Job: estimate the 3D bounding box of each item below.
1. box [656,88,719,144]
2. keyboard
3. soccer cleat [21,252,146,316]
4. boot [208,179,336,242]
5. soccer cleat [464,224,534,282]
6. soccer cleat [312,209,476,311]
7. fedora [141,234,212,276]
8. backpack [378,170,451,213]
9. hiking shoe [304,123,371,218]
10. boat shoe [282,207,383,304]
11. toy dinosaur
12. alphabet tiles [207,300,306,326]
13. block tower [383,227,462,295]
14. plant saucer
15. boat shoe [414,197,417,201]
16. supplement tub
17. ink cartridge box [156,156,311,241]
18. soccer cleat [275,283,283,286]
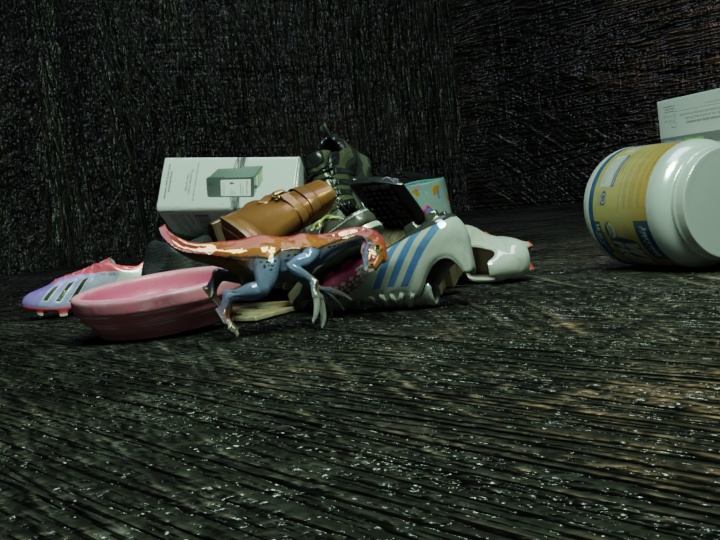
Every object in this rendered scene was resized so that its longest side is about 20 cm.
[{"bbox_3d":[0.435,-0.120,1.398,0.041,0.204,0.156,-9,5,-15],"label":"box"},{"bbox_3d":[0.042,-0.044,1.357,0.126,0.021,0.201,5,-34,40],"label":"keyboard"},{"bbox_3d":[-0.389,0.020,1.618,0.197,0.078,0.067,-7,4,-9],"label":"soccer cleat"},{"bbox_3d":[-0.095,-0.057,1.372,0.153,0.078,0.200,-23,9,-14],"label":"boot"},{"bbox_3d":[0.142,-0.019,1.438,0.077,0.071,0.199,-12,9,-27],"label":"soccer cleat"},{"bbox_3d":[0.035,0.012,1.211,0.199,0.087,0.070,-31,-13,25],"label":"soccer cleat"},{"bbox_3d":[-0.245,0.001,1.532,0.197,0.093,0.201,-7,4,0],"label":"fedora"},{"bbox_3d":[0.052,-0.079,1.744,0.173,0.156,0.200,-10,-4,-22],"label":"backpack"},{"bbox_3d":[-0.045,-0.108,1.518,0.075,0.100,0.202,-31,33,31],"label":"hiking shoe"},{"bbox_3d":[-0.041,-0.026,1.257,0.071,0.061,0.201,-17,-14,-33],"label":"boat shoe"},{"bbox_3d":[-0.070,-0.009,1.130,0.181,0.201,0.105,-37,24,-3],"label":"toy dinosaur"},{"bbox_3d":[-0.171,0.052,1.343,0.197,0.006,0.166,-3,5,34],"label":"alphabet tiles"},{"bbox_3d":[0.020,-0.016,1.333,0.197,0.058,0.054,5,40,28],"label":"block tower"},{"bbox_3d":[-0.223,0.037,1.259,0.197,0.052,0.201,-8,7,1],"label":"plant saucer"},{"bbox_3d":[0.021,-0.065,1.552,0.072,0.063,0.199,-11,5,-35],"label":"boat shoe"},{"bbox_3d":[0.369,-0.078,1.315,0.142,0.147,0.200,-8,4,-19],"label":"supplement tub"},{"bbox_3d":[-0.166,-0.090,1.572,0.196,0.085,0.146,1,-23,11],"label":"ink cartridge box"},{"bbox_3d":[-0.115,-0.008,1.491,0.077,0.070,0.199,-28,-10,30],"label":"soccer cleat"}]
